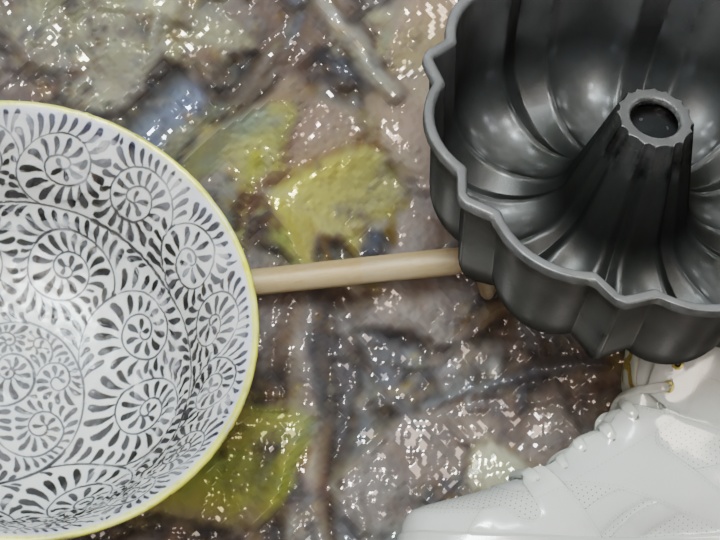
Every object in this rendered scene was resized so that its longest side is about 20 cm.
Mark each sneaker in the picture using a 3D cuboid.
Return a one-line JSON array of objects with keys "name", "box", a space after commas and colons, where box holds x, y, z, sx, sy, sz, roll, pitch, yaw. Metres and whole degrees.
[{"name": "sneaker", "box": [0.109, 0.078, 0.937, 0.198, 0.074, 0.117, -2, 82, -11]}]

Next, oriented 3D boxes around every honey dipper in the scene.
[{"name": "honey dipper", "box": [0.000, 0.000, 0.955, 0.198, 0.038, 0.038, -5, 84, -1]}]

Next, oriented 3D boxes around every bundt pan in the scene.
[{"name": "bundt pan", "box": [0.117, -0.042, 0.913, 0.200, 0.076, 0.203, 6, 52, -7]}]

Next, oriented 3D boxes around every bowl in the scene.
[{"name": "bowl", "box": [-0.149, 0.037, 0.904, 0.199, 0.094, 0.202, 6, 61, -12]}]
